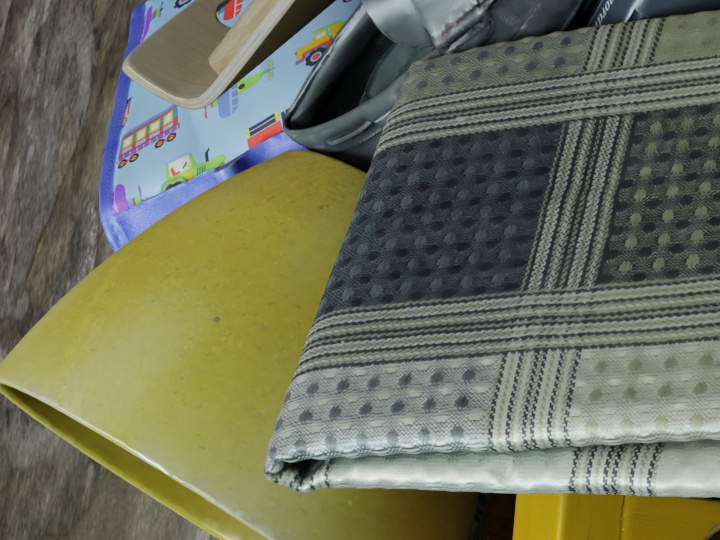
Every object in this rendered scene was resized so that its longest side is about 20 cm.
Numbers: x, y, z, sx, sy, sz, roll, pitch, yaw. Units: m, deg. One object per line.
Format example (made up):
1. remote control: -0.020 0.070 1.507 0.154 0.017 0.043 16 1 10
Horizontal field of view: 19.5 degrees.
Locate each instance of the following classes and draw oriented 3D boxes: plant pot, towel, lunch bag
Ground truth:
1. plant pot: -0.024 0.038 0.830 0.142 0.200 0.200 -58 21 -10
2. towel: 0.084 -0.009 0.663 0.200 0.035 0.193 -6 44 27
3. lunch bag: -0.041 -0.083 0.964 0.150 0.094 0.200 -24 21 19

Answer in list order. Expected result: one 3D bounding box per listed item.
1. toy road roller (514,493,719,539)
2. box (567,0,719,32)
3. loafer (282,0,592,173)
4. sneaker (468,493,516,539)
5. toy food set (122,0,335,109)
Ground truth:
1. toy road roller: 0.105 0.113 0.721 0.146 0.123 0.200 143 134 -74
2. box: 0.102 -0.111 0.842 0.200 0.107 0.149 -104 33 -44
3. loafer: 0.033 -0.101 0.770 0.201 0.070 0.068 127 144 -46
4. sneaker: 0.073 0.112 0.883 0.088 0.075 0.200 107 165 -44
5. toy food set: -0.006 -0.154 0.795 0.143 0.060 0.200 -44 0 -36
